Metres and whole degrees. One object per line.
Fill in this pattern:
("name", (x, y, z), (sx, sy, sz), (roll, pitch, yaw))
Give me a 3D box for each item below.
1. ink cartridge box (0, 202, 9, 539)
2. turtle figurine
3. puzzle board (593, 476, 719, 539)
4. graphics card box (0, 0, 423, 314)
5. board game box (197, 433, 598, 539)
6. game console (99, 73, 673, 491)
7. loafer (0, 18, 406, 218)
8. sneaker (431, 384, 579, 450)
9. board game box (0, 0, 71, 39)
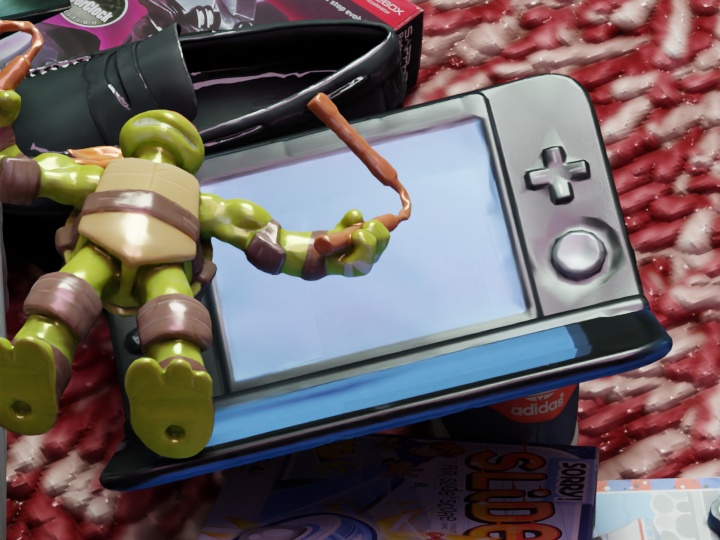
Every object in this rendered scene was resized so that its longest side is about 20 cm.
("ink cartridge box", (-0.170, 0.047, 1.079), (0.085, 0.146, 0.200), (0, 47, -3))
("turtle figurine", (-0.087, -0.010, 1.035), (0.200, 0.064, 0.161), (20, 41, -7))
("puzzle board", (0.156, 0.153, 1.100), (0.150, 0.017, 0.200), (-1, 47, -6))
("graphics card box", (-0.082, -0.077, 1.269), (0.125, 0.051, 0.200), (35, 54, 23))
("board game box", (0.013, 0.103, 1.045), (0.135, 0.035, 0.200), (3, 15, 5))
("game console", (0.000, 0.000, 1.074), (0.200, 0.118, 0.171), (-13, 64, 2))
("loafer", (-0.080, -0.068, 1.179), (0.200, 0.070, 0.068), (-7, 49, -12))
("sneaker", (0.039, -0.010, 1.194), (0.075, 0.085, 0.200), (-15, 50, -19))
("board game box", (-0.214, -0.085, 1.174), (0.135, 0.200, 0.028), (-16, 91, -29))
